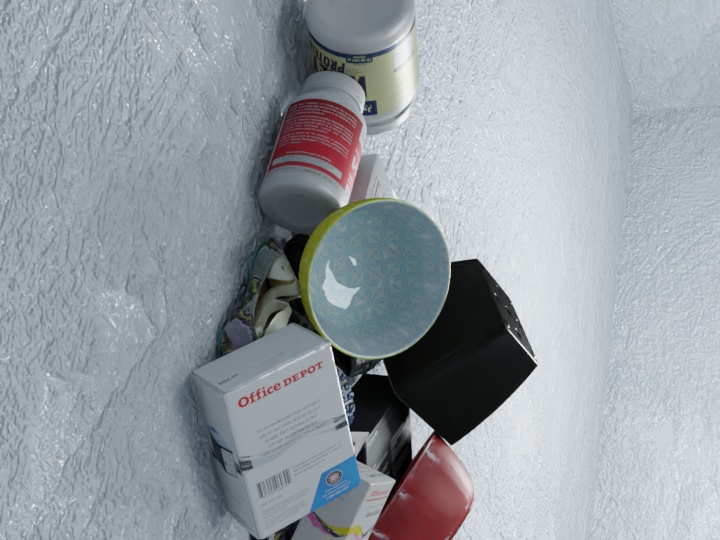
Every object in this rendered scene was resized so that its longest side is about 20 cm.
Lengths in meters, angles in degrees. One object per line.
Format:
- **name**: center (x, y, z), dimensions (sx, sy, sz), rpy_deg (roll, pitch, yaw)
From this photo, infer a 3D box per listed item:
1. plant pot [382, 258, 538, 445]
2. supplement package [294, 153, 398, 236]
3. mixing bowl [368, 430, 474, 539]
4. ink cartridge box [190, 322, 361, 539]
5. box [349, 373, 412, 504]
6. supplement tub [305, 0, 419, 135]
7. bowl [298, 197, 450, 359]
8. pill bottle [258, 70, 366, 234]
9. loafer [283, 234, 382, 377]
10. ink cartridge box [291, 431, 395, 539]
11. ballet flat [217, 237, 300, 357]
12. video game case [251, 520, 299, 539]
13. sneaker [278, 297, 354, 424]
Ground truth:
- **plant pot**: center (0.140, 0.102, 1.886), dimensions (0.200, 0.177, 0.200), rpy_deg (47, 19, -49)
- **supplement package**: center (-0.008, -0.052, 1.778), dimensions (0.200, 0.114, 0.110), rpy_deg (62, 33, -48)
- **mixing bowl**: center (0.097, 0.347, 1.908), dimensions (0.200, 0.108, 0.200), rpy_deg (-55, 176, -6)
- **ink cartridge box**: center (-0.095, 0.184, 1.497), dimensions (0.146, 0.086, 0.200), rpy_deg (-25, 117, -27)
- **box**: center (0.009, 0.252, 1.847), dimensions (0.200, 0.079, 0.141), rpy_deg (-47, 140, -61)
- **supplement tub**: center (0.006, -0.292, 1.752), dimensions (0.200, 0.145, 0.145), rpy_deg (81, 18, -56)
- **bowl**: center (0.000, 0.000, 1.602), dimensions (0.200, 0.108, 0.200), rpy_deg (-8, 106, -28)
- **pill bottle**: center (-0.055, -0.154, 1.661), dimensions (0.112, 0.112, 0.200), rpy_deg (63, 34, -49)
- **loafer**: center (-0.042, 0.045, 1.677), dimensions (0.070, 0.068, 0.201), rpy_deg (-29, 87, -46)
- **ink cartridge box**: center (-0.022, 0.307, 1.647), dimensions (0.200, 0.067, 0.116), rpy_deg (-66, 162, 2)
- **ballet flat**: center (-0.109, 0.036, 1.576), dimensions (0.200, 0.072, 0.072), rpy_deg (-70, 151, -43)
- **video game case**: center (-0.094, 0.269, 1.665), dimensions (0.181, 0.025, 0.200), rpy_deg (-14, 102, -68)
- **sneaker**: center (-0.066, 0.133, 1.646), dimensions (0.077, 0.085, 0.200), rpy_deg (-11, 90, -26)
